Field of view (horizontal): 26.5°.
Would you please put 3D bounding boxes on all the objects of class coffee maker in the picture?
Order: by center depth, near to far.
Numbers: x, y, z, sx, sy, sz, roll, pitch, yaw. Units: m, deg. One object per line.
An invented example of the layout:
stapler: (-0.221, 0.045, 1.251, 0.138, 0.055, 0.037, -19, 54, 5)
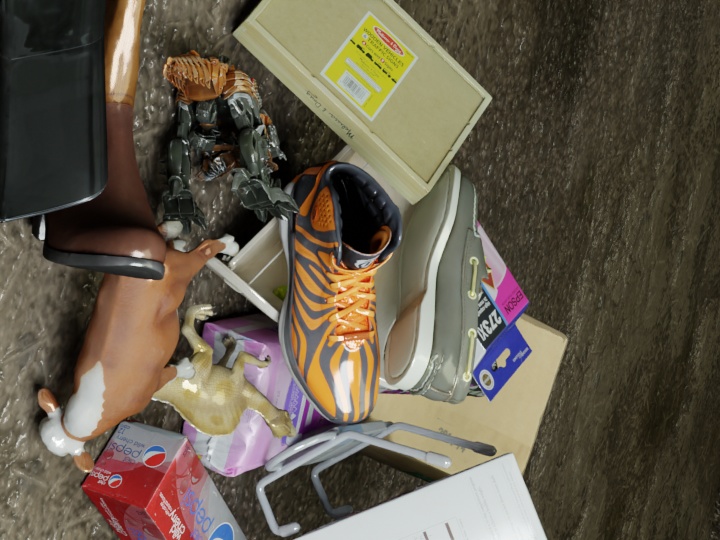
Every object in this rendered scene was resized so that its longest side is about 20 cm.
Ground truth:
coffee maker: (-0.183, -0.136, 0.834, 0.135, 0.191, 0.201, -105, -161, -50)

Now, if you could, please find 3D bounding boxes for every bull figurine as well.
bull figurine: (-0.158, 0.050, 1.070, 0.121, 0.065, 0.201, -35, 157, -55)

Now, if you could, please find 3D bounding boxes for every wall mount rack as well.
wall mount rack: (0.011, 0.165, 1.309, 0.075, 0.173, 0.200, 65, 20, 11)

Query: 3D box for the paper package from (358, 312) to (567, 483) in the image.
paper package: (0.078, 0.110, 1.511, 0.199, 0.103, 0.192, 25, 80, -27)

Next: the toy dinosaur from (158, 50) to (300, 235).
toy dinosaur: (-0.110, -0.105, 1.143, 0.200, 0.102, 0.137, 23, 59, -52)

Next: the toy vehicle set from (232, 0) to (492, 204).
toy vehicle set: (0.005, -0.165, 1.236, 0.026, 0.200, 0.124, -34, -164, 53)

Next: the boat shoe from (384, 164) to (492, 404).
boat shoe: (0.067, 0.010, 1.192, 0.072, 0.060, 0.203, -41, -149, 52)

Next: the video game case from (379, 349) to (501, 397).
video game case: (0.040, 0.013, 1.382, 0.180, 0.036, 0.201, 7, 66, -43)

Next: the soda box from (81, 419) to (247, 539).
soda box: (-0.151, 0.204, 1.236, 0.070, 0.063, 0.201, -61, 151, -28)

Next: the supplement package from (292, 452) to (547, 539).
supplement package: (0.055, 0.242, 1.297, 0.114, 0.199, 0.110, 68, 0, -82)

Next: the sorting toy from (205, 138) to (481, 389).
sorting toy: (0.000, 0.000, 1.255, 0.200, 0.180, 0.107, -46, 172, -22)

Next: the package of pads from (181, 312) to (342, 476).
package of pads: (-0.072, 0.099, 1.328, 0.200, 0.075, 0.121, -8, 115, -63)

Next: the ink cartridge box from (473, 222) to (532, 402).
ink cartridge box: (0.094, 0.011, 1.387, 0.201, 0.037, 0.095, 58, 42, -9)

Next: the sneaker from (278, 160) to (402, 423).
sneaker: (-0.013, 0.015, 1.148, 0.077, 0.112, 0.202, -10, 87, -24)

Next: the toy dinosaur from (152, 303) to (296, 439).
toy dinosaur: (-0.130, 0.081, 1.166, 0.199, 0.058, 0.102, 10, 52, -29)

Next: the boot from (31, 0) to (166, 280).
boot: (-0.147, -0.103, 0.955, 0.068, 0.188, 0.201, 11, 98, -20)
